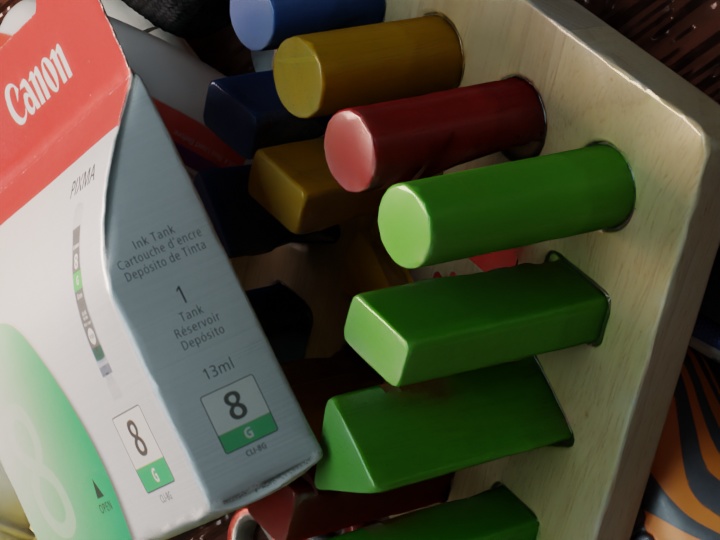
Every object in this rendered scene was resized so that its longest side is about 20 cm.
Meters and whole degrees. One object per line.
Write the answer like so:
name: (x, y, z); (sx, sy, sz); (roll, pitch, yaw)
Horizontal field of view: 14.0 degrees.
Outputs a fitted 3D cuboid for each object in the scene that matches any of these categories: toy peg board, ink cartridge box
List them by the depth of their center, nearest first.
toy peg board: (0.000, 0.000, 0.937); (0.199, 0.098, 0.200); (41, 130, 39)
ink cartridge box: (-0.099, -0.007, 0.945); (0.200, 0.050, 0.161); (63, 154, 1)

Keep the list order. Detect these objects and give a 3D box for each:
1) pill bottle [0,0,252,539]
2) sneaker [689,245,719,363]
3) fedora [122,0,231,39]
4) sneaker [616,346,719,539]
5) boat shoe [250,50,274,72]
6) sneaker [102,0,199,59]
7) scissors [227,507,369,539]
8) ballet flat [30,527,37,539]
pill bottle: (-0.119, 0.008, 1.080); (0.112, 0.112, 0.200); (22, 84, 41)
sneaker: (0.098, -0.023, 0.948); (0.200, 0.088, 0.075); (30, 97, 27)
fedora: (-0.053, -0.144, 1.078); (0.200, 0.201, 0.092); (-34, 93, 36)
sneaker: (0.152, 0.107, 0.934); (0.112, 0.078, 0.200); (-23, 83, 35)
boat shoe: (0.032, -0.040, 1.046); (0.091, 0.071, 0.201); (-44, 60, 31)
sneaker: (-0.123, -0.017, 1.184); (0.088, 0.074, 0.200); (37, 112, 39)
scissors: (0.018, 0.142, 1.089); (0.200, 0.014, 0.073); (46, 116, 33)
ballet flat: (-0.111, 0.070, 1.169); (0.200, 0.071, 0.071); (-23, 72, 37)
